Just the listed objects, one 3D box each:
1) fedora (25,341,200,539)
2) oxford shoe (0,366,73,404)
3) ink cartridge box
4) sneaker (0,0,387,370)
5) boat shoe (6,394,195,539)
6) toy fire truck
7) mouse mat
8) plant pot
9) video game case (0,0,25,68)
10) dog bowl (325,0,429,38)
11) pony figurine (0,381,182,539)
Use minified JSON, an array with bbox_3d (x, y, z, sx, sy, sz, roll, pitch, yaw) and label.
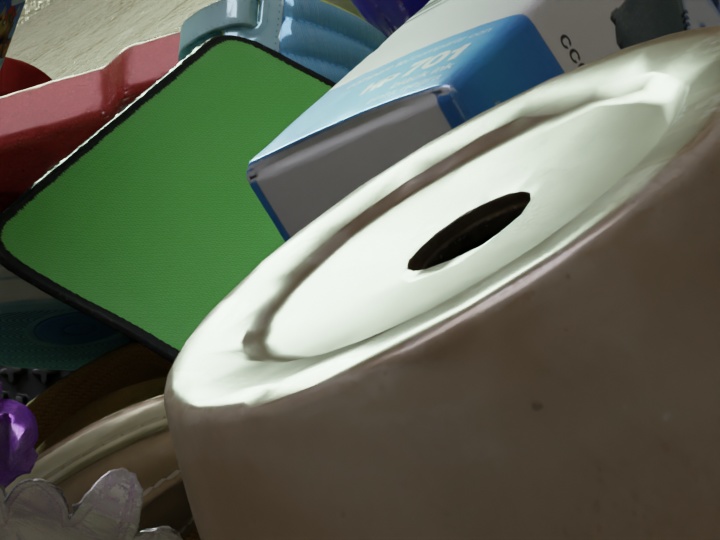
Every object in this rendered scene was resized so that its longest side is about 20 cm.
[{"bbox_3d":[-0.076,0.077,0.878,0.200,0.082,0.201,-30,13,7],"label":"fedora"},{"bbox_3d":[-0.083,0.037,1.002,0.199,0.073,0.084,-1,-7,4],"label":"oxford shoe"},{"bbox_3d":[0.078,-0.026,0.768,0.086,0.147,0.200,-21,17,42],"label":"ink cartridge box"},{"bbox_3d":[-0.069,-0.039,0.928,0.199,0.131,0.080,-7,-18,-17],"label":"sneaker"},{"bbox_3d":[-0.099,0.113,0.774,0.200,0.065,0.072,-42,-24,16],"label":"boat shoe"},{"bbox_3d":[-0.091,-0.015,1.071,0.167,0.200,0.113,-13,54,19],"label":"toy fire truck"},{"bbox_3d":[0.000,0.000,0.830,0.161,0.199,0.008,-46,-18,-48],"label":"mouse mat"},{"bbox_3d":[0.059,0.062,0.440,0.199,0.174,0.200,-30,14,8],"label":"plant pot"},{"bbox_3d":[-0.167,-0.010,0.833,0.201,0.018,0.143,-66,-9,19],"label":"video game case"},{"bbox_3d":[0.020,-0.105,1.070,0.079,0.201,0.200,-36,14,-10],"label":"dog bowl"},{"bbox_3d":[-0.138,0.061,0.684,0.165,0.201,0.193,5,-30,-13],"label":"pony figurine"}]
